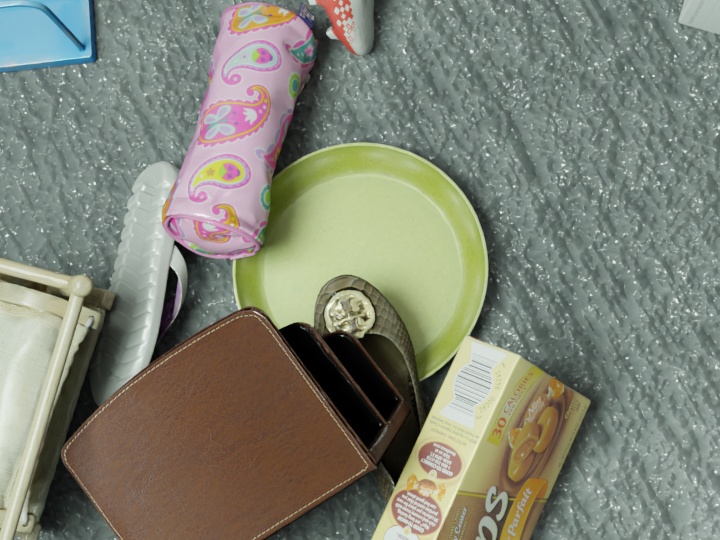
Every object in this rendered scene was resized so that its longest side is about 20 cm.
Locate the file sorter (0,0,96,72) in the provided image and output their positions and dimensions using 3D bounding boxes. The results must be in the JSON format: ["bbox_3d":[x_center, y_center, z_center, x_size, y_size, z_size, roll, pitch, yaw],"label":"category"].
[{"bbox_3d":[-0.303,-0.276,0.920,0.139,0.123,0.200,-6,81,3],"label":"file sorter"}]

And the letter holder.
[{"bbox_3d":[-0.092,0.112,0.808,0.200,0.101,0.142,-36,93,22],"label":"letter holder"}]

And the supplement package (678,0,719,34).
[{"bbox_3d":[0.368,-0.250,0.850,0.200,0.152,0.151,18,83,7],"label":"supplement package"}]

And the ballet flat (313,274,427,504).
[{"bbox_3d":[0.017,0.099,0.848,0.067,0.046,0.200,-17,99,3],"label":"ballet flat"}]

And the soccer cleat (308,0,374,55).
[{"bbox_3d":[-0.004,-0.267,0.888,0.085,0.069,0.200,-7,111,16],"label":"soccer cleat"}]

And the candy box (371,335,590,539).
[{"bbox_3d":[0.082,0.160,0.825,0.055,0.115,0.200,21,82,43],"label":"candy box"}]

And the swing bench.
[{"bbox_3d":[-0.267,0.092,0.829,0.130,0.200,0.199,16,83,-3],"label":"swing bench"}]

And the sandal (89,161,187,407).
[{"bbox_3d":[-0.162,0.014,0.899,0.050,0.082,0.203,18,79,-37],"label":"sandal"}]

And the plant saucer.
[{"bbox_3d":[0.000,0.000,0.902,0.200,0.031,0.200,-1,82,4],"label":"plant saucer"}]

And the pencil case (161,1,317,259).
[{"bbox_3d":[-0.090,-0.109,0.882,0.087,0.087,0.200,12,69,6],"label":"pencil case"}]
